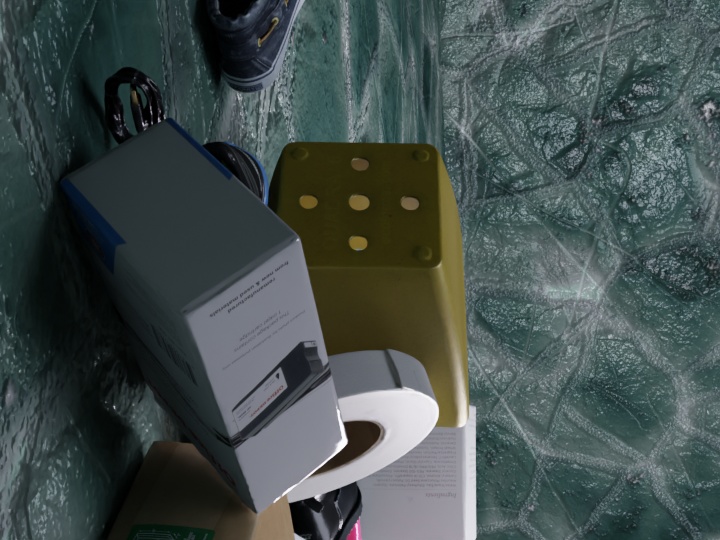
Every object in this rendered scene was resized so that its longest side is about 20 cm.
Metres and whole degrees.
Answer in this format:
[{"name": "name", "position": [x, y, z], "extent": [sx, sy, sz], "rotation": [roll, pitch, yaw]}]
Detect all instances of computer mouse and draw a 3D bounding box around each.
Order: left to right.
[{"name": "computer mouse", "position": [-0.133, -0.049, 0.772], "extent": [0.202, 0.058, 0.034], "rotation": [77, 34, -47]}]

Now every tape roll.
[{"name": "tape roll", "position": [-0.035, 0.128, 0.922], "extent": [0.204, 0.200, 0.038], "rotation": [70, -1, -62]}]

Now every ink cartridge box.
[{"name": "ink cartridge box", "position": [-0.091, 0.032, 0.722], "extent": [0.144, 0.084, 0.202], "rotation": [42, -25, 36]}]

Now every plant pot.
[{"name": "plant pot", "position": [0.000, 0.000, 1.006], "extent": [0.178, 0.196, 0.203], "rotation": [91, 0, -52]}]

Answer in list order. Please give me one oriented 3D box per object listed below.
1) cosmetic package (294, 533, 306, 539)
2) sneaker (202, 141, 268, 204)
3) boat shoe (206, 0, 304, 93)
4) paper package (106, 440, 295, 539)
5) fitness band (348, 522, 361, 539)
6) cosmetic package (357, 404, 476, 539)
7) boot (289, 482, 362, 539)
[{"name": "cosmetic package", "position": [-0.075, 0.296, 1.047], "extent": [0.200, 0.070, 0.103], "rotation": [62, 30, -69]}, {"name": "sneaker", "position": [-0.111, -0.003, 0.888], "extent": [0.083, 0.070, 0.203], "rotation": [38, 50, -64]}, {"name": "boat shoe", "position": [-0.083, -0.259, 1.003], "extent": [0.091, 0.069, 0.203], "rotation": [81, 15, -59]}, {"name": "paper package", "position": [-0.107, 0.246, 0.773], "extent": [0.201, 0.101, 0.194], "rotation": [-73, 159, -58]}, {"name": "fitness band", "position": [-0.023, 0.350, 1.448], "extent": [0.144, 0.037, 0.204], "rotation": [-69, 158, -65]}, {"name": "cosmetic package", "position": [0.083, 0.294, 1.692], "extent": [0.165, 0.162, 0.204], "rotation": [40, 50, -76]}, {"name": "boot", "position": [-0.049, 0.200, 1.223], "extent": [0.198, 0.072, 0.166], "rotation": [-64, 146, -73]}]
